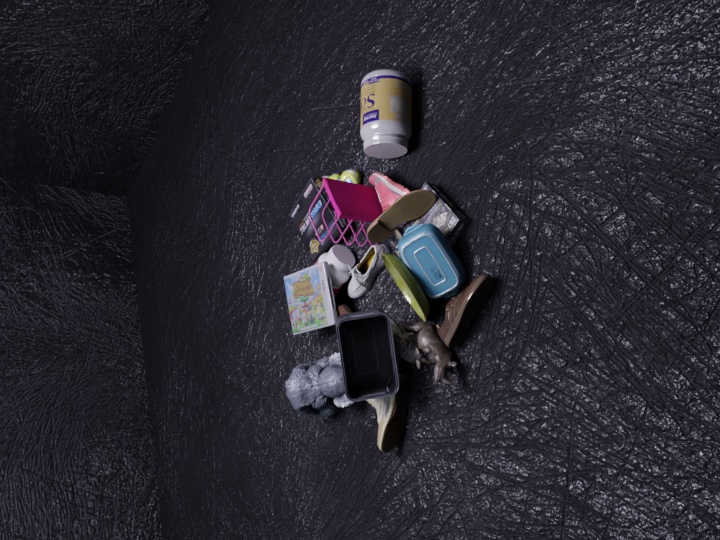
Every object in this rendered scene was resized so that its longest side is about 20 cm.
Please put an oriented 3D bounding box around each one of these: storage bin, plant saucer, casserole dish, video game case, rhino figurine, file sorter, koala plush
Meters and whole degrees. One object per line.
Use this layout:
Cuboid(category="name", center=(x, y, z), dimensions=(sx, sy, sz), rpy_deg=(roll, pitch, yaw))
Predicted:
Cuboid(category="storage bin", center=(0.015, 0.207, 1.319), dimensions=(0.094, 0.132, 0.204), rpy_deg=(-162, 63, -86))
Cuboid(category="plant saucer", center=(0.118, 0.035, 1.333), dimensions=(0.031, 0.201, 0.201), rpy_deg=(-32, 51, -2))
Cuboid(category="casserole dish", center=(0.169, -0.015, 1.273), dimensions=(0.120, 0.039, 0.202), rpy_deg=(-29, 101, 23))
Cuboid(category="video game case", center=(-0.152, 0.087, 1.591), dimensions=(0.198, 0.022, 0.186), rpy_deg=(-19, 79, 44))
Cuboid(category="rhino figurine", center=(0.172, 0.197, 1.281), dimensions=(0.201, 0.086, 0.061), rpy_deg=(-124, 25, -45))
Cuboid(category="file sorter", center=(-0.028, -0.153, 1.502), dimensions=(0.126, 0.197, 0.140), rpy_deg=(-52, 49, 36))
Cuboid(category="koala plush", center=(-0.097, 0.334, 1.554), dimensions=(0.198, 0.182, 0.181), rpy_deg=(-18, 71, 35))

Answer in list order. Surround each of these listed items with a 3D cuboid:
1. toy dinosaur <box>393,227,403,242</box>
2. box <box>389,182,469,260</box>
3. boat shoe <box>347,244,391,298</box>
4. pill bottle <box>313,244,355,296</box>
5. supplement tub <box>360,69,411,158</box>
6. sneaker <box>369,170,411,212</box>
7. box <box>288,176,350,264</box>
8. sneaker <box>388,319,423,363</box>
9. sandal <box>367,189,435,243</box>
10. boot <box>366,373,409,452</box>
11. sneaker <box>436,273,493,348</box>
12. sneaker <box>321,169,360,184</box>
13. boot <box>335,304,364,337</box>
Cuboid(category="toy dinosaur", center=(0.129, -0.060, 1.343), dimensions=(0.088, 0.047, 0.202), rpy_deg=(-54, 46, 42))
Cuboid(category="box", center=(0.170, -0.097, 1.366), dimensions=(0.202, 0.048, 0.162), rpy_deg=(-59, 43, 27))
Cuboid(category="boat shoe", center=(0.002, 0.003, 1.527), dimensions=(0.202, 0.085, 0.075), rpy_deg=(-50, 50, 33))
Cuboid(category="pill bottle", center=(-0.101, 0.020, 1.631), dimensions=(0.201, 0.111, 0.113), rpy_deg=(-52, 49, 33))
Cuboid(category="supplement tub", center=(0.070, -0.426, 1.460), dimensions=(0.144, 0.144, 0.204), rpy_deg=(-8, 78, 49))
Cuboid(category="sneaker", center=(0.074, -0.207, 1.465), dimensions=(0.088, 0.073, 0.200), rpy_deg=(-56, 44, 6))
Cuboid(category="box", center=(-0.136, -0.157, 1.693), dimensions=(0.200, 0.049, 0.200), rpy_deg=(59, 138, 15))
Cuboid(category="sneaker", center=(0.087, 0.187, 1.401), dimensions=(0.199, 0.081, 0.076), rpy_deg=(29, 106, 49))
Cuboid(category="sandal", center=(0.097, -0.158, 1.368), dimensions=(0.211, 0.077, 0.070), rpy_deg=(-36, 32, 26))
Cuboid(category="boot", center=(0.050, 0.366, 1.428), dimensions=(0.153, 0.071, 0.204), rpy_deg=(6, 83, 50))
Cuboid(category="sneaker", center=(0.234, 0.083, 1.245), dimensions=(0.076, 0.070, 0.202), rpy_deg=(48, 120, 44))
Cuboid(category="sneaker", center=(-0.078, -0.245, 1.671), dimensions=(0.198, 0.075, 0.107), rpy_deg=(-12, 76, 48))
Cuboid(category="boot", center=(-0.026, 0.148, 1.488), dimensions=(0.064, 0.187, 0.201), rpy_deg=(-32, 49, -5))
